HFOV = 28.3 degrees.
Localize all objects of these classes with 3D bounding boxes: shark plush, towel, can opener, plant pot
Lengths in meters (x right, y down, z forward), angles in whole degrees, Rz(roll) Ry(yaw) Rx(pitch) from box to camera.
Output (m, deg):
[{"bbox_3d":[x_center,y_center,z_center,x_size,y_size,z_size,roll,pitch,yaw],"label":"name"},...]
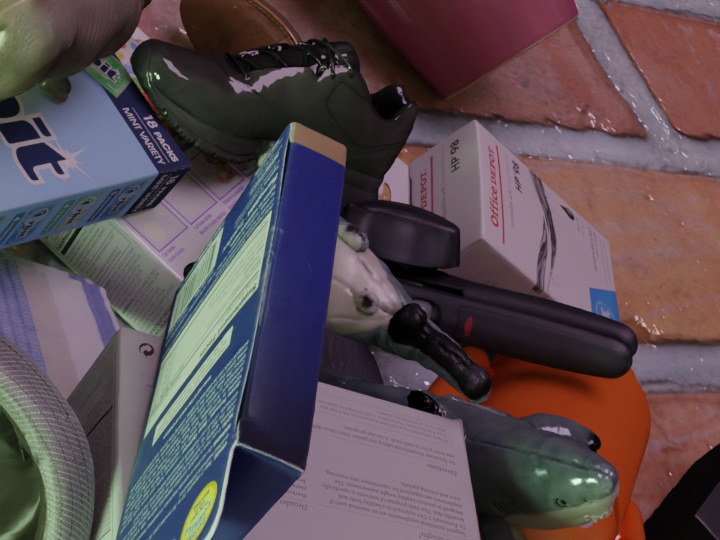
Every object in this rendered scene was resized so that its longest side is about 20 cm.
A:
[{"bbox_3d":[0.000,0.000,0.763,0.199,0.092,0.083,21,-4,38],"label":"shark plush"},{"bbox_3d":[-0.208,0.022,0.715,0.199,0.024,0.147,16,20,-30],"label":"towel"},{"bbox_3d":[0.068,0.023,0.856,0.198,0.079,0.063,22,32,17],"label":"can opener"},{"bbox_3d":[0.048,0.078,0.763,0.199,0.083,0.091,34,78,23],"label":"shark plush"},{"bbox_3d":[0.073,-0.243,1.126,0.180,0.199,0.200,58,38,-6],"label":"plant pot"}]

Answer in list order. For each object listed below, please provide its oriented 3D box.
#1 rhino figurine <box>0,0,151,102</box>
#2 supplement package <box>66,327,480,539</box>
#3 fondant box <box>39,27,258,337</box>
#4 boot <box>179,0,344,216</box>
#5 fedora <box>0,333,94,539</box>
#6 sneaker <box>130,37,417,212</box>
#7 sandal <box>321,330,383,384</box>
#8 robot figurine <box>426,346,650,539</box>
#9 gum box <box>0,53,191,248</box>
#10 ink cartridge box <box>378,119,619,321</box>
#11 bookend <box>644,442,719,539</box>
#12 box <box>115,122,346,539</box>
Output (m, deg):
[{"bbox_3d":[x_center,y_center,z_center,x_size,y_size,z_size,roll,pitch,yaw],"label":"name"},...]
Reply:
[{"bbox_3d":[-0.145,-0.132,0.726,0.060,0.087,0.200,47,34,-2],"label":"rhino figurine"},{"bbox_3d":[-0.054,0.167,0.655,0.190,0.147,0.201,17,45,-26],"label":"supplement package"},{"bbox_3d":[-0.129,-0.053,0.868,0.200,0.058,0.144,44,39,0],"label":"fondant box"},{"bbox_3d":[-0.072,-0.115,0.968,0.075,0.074,0.201,-26,76,-43],"label":"boot"},{"bbox_3d":[-0.208,0.097,0.598,0.178,0.199,0.090,63,-2,-7],"label":"fedora"},{"bbox_3d":[-0.048,-0.106,0.856,0.199,0.091,0.076,18,26,-43],"label":"sneaker"},{"bbox_3d":[-0.061,0.067,0.813,0.199,0.043,0.077,-6,77,-49],"label":"sandal"},{"bbox_3d":[0.112,0.118,0.867,0.200,0.116,0.145,-54,133,-51],"label":"robot figurine"},{"bbox_3d":[-0.206,-0.094,0.739,0.171,0.045,0.199,55,35,9],"label":"gum box"},{"bbox_3d":[0.093,-0.017,0.976,0.200,0.066,0.117,37,36,-33],"label":"ink cartridge box"},{"bbox_3d":[0.272,0.150,0.909,0.092,0.200,0.198,48,38,8],"label":"bookend"},{"bbox_3d":[-0.053,0.050,0.552,0.032,0.121,0.201,25,42,-16],"label":"box"}]
